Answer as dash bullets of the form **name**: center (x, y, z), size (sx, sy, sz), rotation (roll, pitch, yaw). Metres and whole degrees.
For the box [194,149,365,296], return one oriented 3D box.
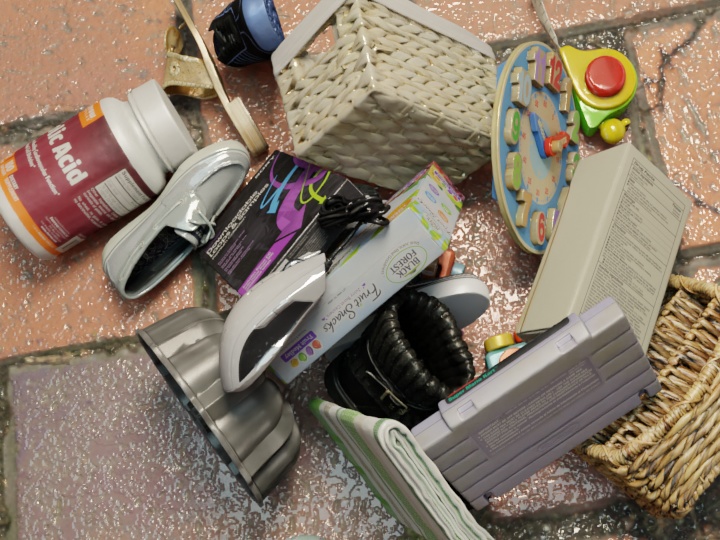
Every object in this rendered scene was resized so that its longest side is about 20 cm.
- **box**: center (-0.086, -0.043, 0.902), size (0.036, 0.200, 0.144), rotation (41, 85, -27)

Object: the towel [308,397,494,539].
- **towel**: center (0.030, 0.175, 0.809), size (0.031, 0.200, 0.150), rotation (-38, 102, -16)

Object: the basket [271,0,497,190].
- **basket**: center (0.031, -0.163, 0.879), size (0.135, 0.198, 0.125), rotation (-33, 55, 41)

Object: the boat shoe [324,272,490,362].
- **boat shoe**: center (0.040, 0.033, 0.891), size (0.199, 0.069, 0.067), rotation (-29, 50, 41)

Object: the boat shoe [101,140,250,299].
- **boat shoe**: center (-0.183, -0.047, 0.956), size (0.200, 0.070, 0.072), rotation (-43, 50, 4)

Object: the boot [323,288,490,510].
- **boot**: center (0.070, 0.125, 0.832), size (0.210, 0.158, 0.080), rotation (40, 51, -5)

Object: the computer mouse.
- **computer mouse**: center (-0.059, 0.011, 0.753), size (0.044, 0.109, 0.201), rotation (40, 84, -20)

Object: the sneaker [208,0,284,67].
- **sneaker**: center (-0.118, -0.243, 0.944), size (0.077, 0.200, 0.071), rotation (-17, 97, 0)

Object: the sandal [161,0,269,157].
- **sandal**: center (-0.182, -0.205, 1.000), size (0.069, 0.078, 0.214), rotation (-31, 82, -1)

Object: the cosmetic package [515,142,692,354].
- **cosmetic package**: center (0.233, -0.005, 0.869), size (0.103, 0.073, 0.202), rotation (35, 65, -22)

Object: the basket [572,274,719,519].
- **basket**: center (0.281, 0.105, 0.843), size (0.148, 0.143, 0.201), rotation (39, 84, 12)

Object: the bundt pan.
- **bundt pan**: center (-0.125, 0.118, 0.866), size (0.075, 0.202, 0.203), rotation (-35, 75, -16)

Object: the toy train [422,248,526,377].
- **toy train**: center (0.118, 0.049, 0.919), size (0.197, 0.056, 0.152), rotation (21, 81, 11)

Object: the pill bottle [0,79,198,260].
- **pill bottle**: center (-0.277, -0.109, 0.967), size (0.198, 0.114, 0.115), rotation (-31, 76, -1)

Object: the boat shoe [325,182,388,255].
- **boat shoe**: center (-0.006, -0.058, 0.937), size (0.196, 0.074, 0.068), rotation (-5, 64, 17)

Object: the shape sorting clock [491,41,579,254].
- **shape sorting clock**: center (0.175, -0.117, 0.884), size (0.039, 0.199, 0.204), rotation (-3, 75, 34)

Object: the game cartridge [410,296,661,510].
- **game cartridge**: center (0.150, 0.115, 0.775), size (0.198, 0.130, 0.039), rotation (-35, 39, 6)

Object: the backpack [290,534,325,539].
- **backpack**: center (-0.059, 0.346, 0.824), size (0.126, 0.167, 0.201), rotation (35, 77, 17)

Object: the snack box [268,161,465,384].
- **snack box**: center (0.000, 0.000, 0.827), size (0.053, 0.143, 0.199), rotation (45, 114, -9)

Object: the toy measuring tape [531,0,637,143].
- **toy measuring tape**: center (0.240, -0.228, 0.962), size (0.072, 0.074, 0.203), rotation (-19, 76, 2)
